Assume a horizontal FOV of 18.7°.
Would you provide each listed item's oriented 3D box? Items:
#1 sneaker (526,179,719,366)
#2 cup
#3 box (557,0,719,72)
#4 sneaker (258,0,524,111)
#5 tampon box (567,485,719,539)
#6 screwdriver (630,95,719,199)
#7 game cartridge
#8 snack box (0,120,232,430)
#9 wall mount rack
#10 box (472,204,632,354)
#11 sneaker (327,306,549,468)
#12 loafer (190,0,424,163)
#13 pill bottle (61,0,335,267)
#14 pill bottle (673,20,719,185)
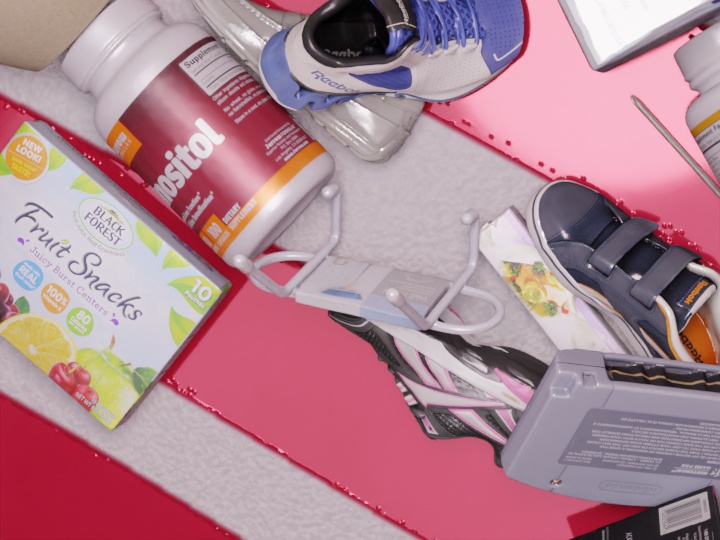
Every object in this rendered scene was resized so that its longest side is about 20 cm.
[{"bbox_3d":[0.208,0.005,1.592,0.200,0.079,0.078,47,62,-3],"label":"sneaker"},{"bbox_3d":[-0.256,-0.231,1.608,0.143,0.200,0.200,43,100,-15],"label":"cup"},{"bbox_3d":[0.169,-0.240,1.523,0.104,0.200,0.185,-27,91,9],"label":"box"},{"bbox_3d":[0.035,-0.166,1.558,0.198,0.115,0.081,-13,83,-20],"label":"sneaker"},{"bbox_3d":[0.235,0.288,1.568,0.125,0.150,0.201,-22,104,12],"label":"tampon box"},{"bbox_3d":[0.269,-0.057,1.613,0.029,0.028,0.201,-37,88,-20],"label":"screwdriver"},{"bbox_3d":[0.207,0.117,1.574,0.198,0.041,0.134,8,133,-18],"label":"game cartridge"},{"bbox_3d":[-0.217,0.003,1.679,0.200,0.053,0.143,40,98,3],"label":"snack box"},{"bbox_3d":[0.000,0.000,1.563,0.198,0.174,0.075,11,118,20],"label":"wall mount rack"},{"bbox_3d":[0.159,0.040,1.631,0.039,0.041,0.200,-39,89,11],"label":"box"},{"bbox_3d":[0.056,0.082,1.635,0.199,0.080,0.087,32,110,11],"label":"sneaker"},{"bbox_3d":[-0.041,-0.162,1.633,0.200,0.070,0.070,39,94,-4],"label":"loafer"},{"bbox_3d":[-0.123,-0.108,1.625,0.200,0.113,0.113,44,100,3],"label":"pill bottle"},{"bbox_3d":[0.304,-0.086,1.558,0.109,0.109,0.201,-29,84,10],"label":"pill bottle"}]
